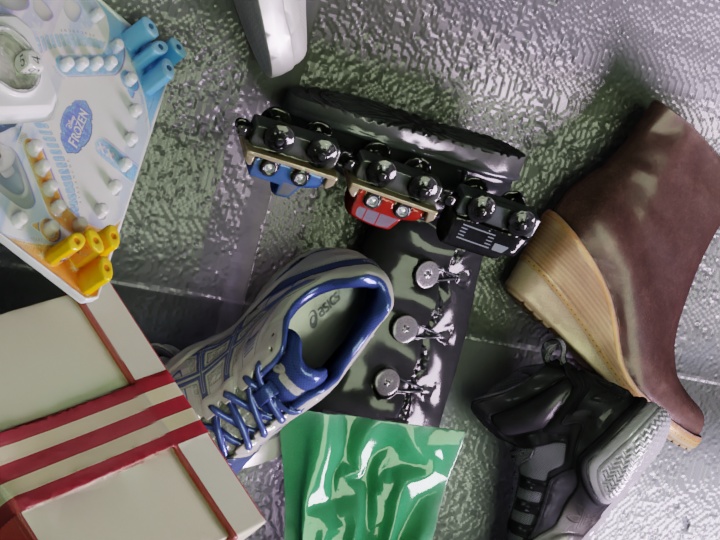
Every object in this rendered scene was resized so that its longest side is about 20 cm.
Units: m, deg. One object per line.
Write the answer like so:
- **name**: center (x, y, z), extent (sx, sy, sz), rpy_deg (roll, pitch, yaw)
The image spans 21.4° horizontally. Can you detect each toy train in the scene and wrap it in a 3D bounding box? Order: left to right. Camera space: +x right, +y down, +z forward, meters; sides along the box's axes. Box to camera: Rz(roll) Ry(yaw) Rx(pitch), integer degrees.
- **toy train**: center (0.013, -0.048, 1.129), extent (0.198, 0.034, 0.046), rpy_deg (18, 116, -20)

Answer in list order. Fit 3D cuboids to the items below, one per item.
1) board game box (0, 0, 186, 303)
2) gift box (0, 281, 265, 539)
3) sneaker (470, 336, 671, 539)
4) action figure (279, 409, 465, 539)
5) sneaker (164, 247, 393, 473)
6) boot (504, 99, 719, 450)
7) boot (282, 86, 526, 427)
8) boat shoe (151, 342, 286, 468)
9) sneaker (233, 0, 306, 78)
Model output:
- **board game box**: center (-0.188, -0.113, 1.018), extent (0.026, 0.201, 0.200), rpy_deg (-29, 124, 35)
- **gift box**: center (-0.191, 0.125, 1.008), extent (0.186, 0.199, 0.186), rpy_deg (60, 31, 7)
- **sneaker**: center (0.116, 0.133, 1.270), extent (0.075, 0.114, 0.201), rpy_deg (-29, 157, -53)
- **action figure**: center (-0.009, 0.189, 1.171), extent (0.117, 0.055, 0.202), rpy_deg (9, 90, -5)
- **sneaker**: center (-0.061, 0.063, 1.098), extent (0.075, 0.088, 0.200), rpy_deg (43, 79, -16)
- **boot**: center (0.208, 0.007, 1.277), extent (0.167, 0.072, 0.200), rpy_deg (-47, 113, -4)
- **boot**: center (0.001, 0.000, 1.195), extent (0.163, 0.066, 0.202), rpy_deg (15, 105, -19)
- **boat shoe**: center (-0.135, 0.078, 1.151), extent (0.198, 0.072, 0.069), rpy_deg (5, 104, -15)
- **sneaker**: center (-0.029, -0.221, 1.111), extent (0.115, 0.074, 0.202), rpy_deg (-16, 108, -16)
